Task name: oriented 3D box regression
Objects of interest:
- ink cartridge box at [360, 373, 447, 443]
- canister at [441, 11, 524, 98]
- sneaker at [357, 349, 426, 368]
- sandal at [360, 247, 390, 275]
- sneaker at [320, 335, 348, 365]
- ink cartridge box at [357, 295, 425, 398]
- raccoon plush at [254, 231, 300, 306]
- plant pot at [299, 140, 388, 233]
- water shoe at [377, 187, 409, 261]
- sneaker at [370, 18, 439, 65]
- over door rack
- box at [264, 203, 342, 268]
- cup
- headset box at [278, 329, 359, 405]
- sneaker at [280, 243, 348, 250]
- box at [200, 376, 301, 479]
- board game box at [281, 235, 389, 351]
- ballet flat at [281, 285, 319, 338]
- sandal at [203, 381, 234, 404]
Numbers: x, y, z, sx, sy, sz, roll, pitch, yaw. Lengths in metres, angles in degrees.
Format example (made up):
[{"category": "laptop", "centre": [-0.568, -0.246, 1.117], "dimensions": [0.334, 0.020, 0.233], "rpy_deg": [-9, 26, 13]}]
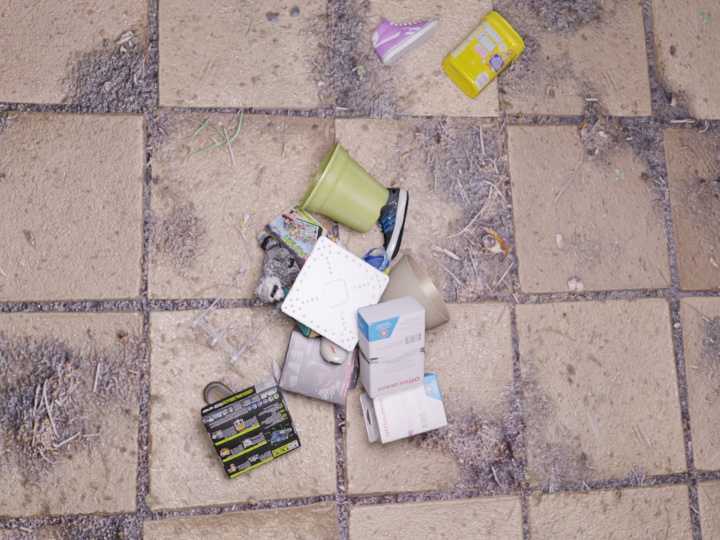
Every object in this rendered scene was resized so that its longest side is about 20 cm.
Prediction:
[{"category": "ink cartridge box", "centre": [0.099, 0.345, 1.513], "dimensions": [0.195, 0.125, 0.132], "rpy_deg": [-11, 83, -9]}, {"category": "canister", "centre": [0.343, -0.606, 1.694], "dimensions": [0.149, 0.087, 0.200], "rpy_deg": [45, 81, 1]}, {"category": "sneaker", "centre": [0.074, 0.225, 1.552], "dimensions": [0.196, 0.070, 0.102], "rpy_deg": [6, 109, -29]}, {"category": "sandal", "centre": [0.000, 0.000, 1.500], "dimensions": [0.198, 0.088, 0.080], "rpy_deg": [-34, 69, -30]}, {"category": "sneaker", "centre": [-0.053, 0.134, 1.483], "dimensions": [0.069, 0.095, 0.202], "rpy_deg": [13, 41, -6]}, {"category": "ink cartridge box", "centre": [0.073, 0.180, 1.414], "dimensions": [0.143, 0.086, 0.205], "rpy_deg": [-12, 119, -19]}, {"category": "raccoon plush", "centre": [-0.242, 0.003, 1.515], "dimensions": [0.133, 0.098, 0.199], "rpy_deg": [-34, 46, -20]}, {"category": "plant pot", "centre": [-0.033, -0.196, 1.548], "dimensions": [0.182, 0.200, 0.204], "rpy_deg": [31, 79, -13]}, {"category": "water shoe", "centre": [0.077, -0.124, 1.612], "dimensions": [0.077, 0.072, 0.205], "rpy_deg": [10, 74, 13]}, {"category": "sneaker", "centre": [0.120, -0.677, 1.683], "dimensions": [0.198, 0.073, 0.116], "rpy_deg": [-32, 84, -10]}, {"category": "over door rack", "centre": [-0.310, 0.117, 1.522], "dimensions": [0.147, 0.067, 0.201], "rpy_deg": [40, 74, 0]}, {"category": "box", "centre": [-0.145, -0.081, 1.523], "dimensions": [0.109, 0.035, 0.199], "rpy_deg": [-37, 54, -17]}, {"category": "cup", "centre": [0.119, 0.081, 1.535], "dimensions": [0.142, 0.200, 0.202], "rpy_deg": [-35, 88, 14]}, {"category": "headset box", "centre": [-0.099, 0.250, 1.525], "dimensions": [0.195, 0.075, 0.153], "rpy_deg": [15, 80, -5]}, {"category": "sneaker", "centre": [-0.122, -0.064, 1.561], "dimensions": [0.194, 0.082, 0.076], "rpy_deg": [6, 81, -6]}, {"category": "box", "centre": [-0.263, 0.383, 1.459], "dimensions": [0.196, 0.048, 0.197], "rpy_deg": [-22, 116, -10]}, {"category": "board game box", "centre": [-0.059, 0.055, 1.432], "dimensions": [0.197, 0.026, 0.203], "rpy_deg": [30, 80, -6]}, {"category": "ballet flat", "centre": [-0.147, 0.101, 1.517], "dimensions": [0.062, 0.200, 0.070], "rpy_deg": [-4, 127, -34]}, {"category": "sandal", "centre": [-0.304, 0.346, 1.494], "dimensions": [0.199, 0.055, 0.082], "rpy_deg": [38, 80, -6]}]
